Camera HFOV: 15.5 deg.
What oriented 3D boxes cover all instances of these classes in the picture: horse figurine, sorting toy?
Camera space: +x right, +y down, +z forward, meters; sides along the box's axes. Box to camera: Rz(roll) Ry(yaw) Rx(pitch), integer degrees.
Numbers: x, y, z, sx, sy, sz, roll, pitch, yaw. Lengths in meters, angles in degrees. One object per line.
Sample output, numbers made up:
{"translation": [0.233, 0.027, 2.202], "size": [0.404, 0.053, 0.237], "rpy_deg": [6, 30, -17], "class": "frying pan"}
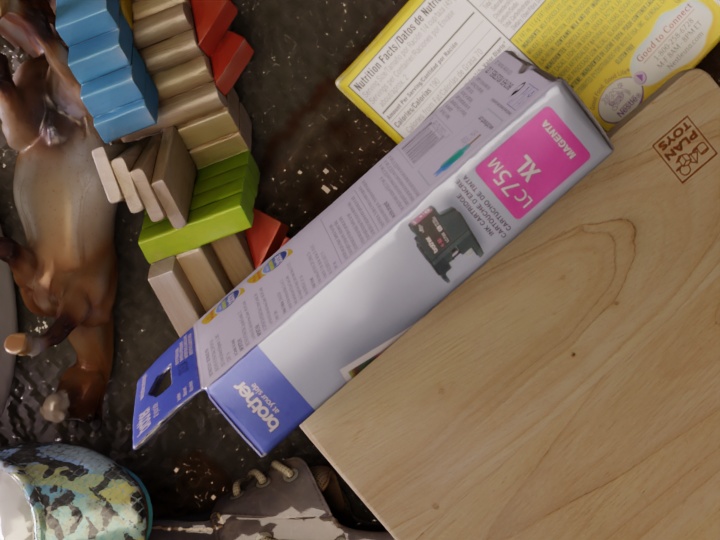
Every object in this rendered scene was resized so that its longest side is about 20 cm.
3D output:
{"translation": [-0.128, -0.037, 1.062], "size": [0.050, 0.132, 0.201], "rpy_deg": [-9, 84, 16], "class": "horse figurine"}
{"translation": [0.110, 0.061, 1.020], "size": [0.200, 0.070, 0.199], "rpy_deg": [-40, 97, 0], "class": "sorting toy"}

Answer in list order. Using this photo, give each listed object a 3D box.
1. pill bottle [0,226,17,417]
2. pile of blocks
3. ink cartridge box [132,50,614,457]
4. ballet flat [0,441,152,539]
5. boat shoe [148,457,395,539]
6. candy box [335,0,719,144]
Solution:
{"translation": [-0.252, 0.022, 1.088], "size": [0.199, 0.114, 0.115], "rpy_deg": [-4, 98, 12], "class": "pill bottle"}
{"translation": [-0.071, -0.067, 1.055], "size": [0.062, 0.082, 0.201], "rpy_deg": [-20, 94, 14], "class": "pile of blocks"}
{"translation": [0.000, 0.000, 0.986], "size": [0.200, 0.119, 0.042], "rpy_deg": [-39, 101, 2], "class": "ink cartridge box"}
{"translation": [-0.173, 0.108, 1.068], "size": [0.199, 0.074, 0.075], "rpy_deg": [-11, 97, 40], "class": "ballet flat"}
{"translation": [-0.027, 0.113, 1.086], "size": [0.199, 0.074, 0.074], "rpy_deg": [13, 89, 2], "class": "boat shoe"}
{"translation": [0.093, -0.112, 1.043], "size": [0.102, 0.026, 0.200], "rpy_deg": [44, 104, 2], "class": "candy box"}
